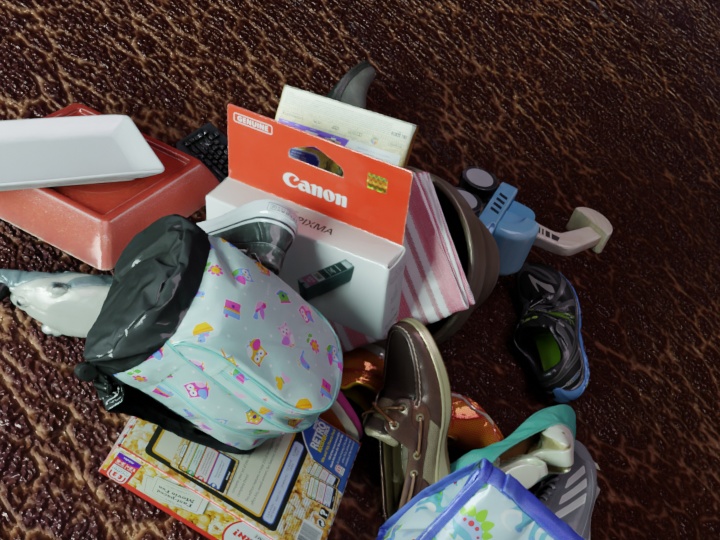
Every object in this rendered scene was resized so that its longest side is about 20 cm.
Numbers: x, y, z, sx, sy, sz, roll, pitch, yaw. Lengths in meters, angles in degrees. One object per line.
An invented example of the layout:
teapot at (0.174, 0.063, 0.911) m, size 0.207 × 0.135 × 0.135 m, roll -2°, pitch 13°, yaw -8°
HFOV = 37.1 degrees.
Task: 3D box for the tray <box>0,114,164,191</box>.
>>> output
tray at (-0.291, -0.104, 0.986) m, size 0.200 × 0.022 × 0.107 m, roll -8°, pitch 40°, yaw -31°

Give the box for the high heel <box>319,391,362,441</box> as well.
high heel at (-0.062, 0.084, 1.062) m, size 0.200 × 0.067 × 0.096 m, roll 44°, pitch 34°, yaw 1°

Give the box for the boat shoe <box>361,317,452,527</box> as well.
boat shoe at (0.039, 0.147, 1.024) m, size 0.072 × 0.072 × 0.201 m, roll -7°, pitch 99°, yaw -33°

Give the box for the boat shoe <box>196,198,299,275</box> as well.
boat shoe at (-0.133, -0.004, 0.990) m, size 0.072 × 0.200 × 0.071 m, roll 31°, pitch 56°, yaw -23°

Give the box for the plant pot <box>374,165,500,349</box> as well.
plant pot at (0.068, -0.011, 1.185) m, size 0.200 × 0.200 × 0.173 m, roll 55°, pitch 24°, yaw 18°

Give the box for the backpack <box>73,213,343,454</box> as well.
backpack at (-0.113, 0.065, 0.888) m, size 0.200 × 0.126 × 0.167 m, roll 42°, pitch 45°, yaw -28°

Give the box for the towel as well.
towel at (0.000, 0.000, 1.074) m, size 0.147 × 0.200 × 0.030 m, roll 70°, pitch 17°, yaw 1°

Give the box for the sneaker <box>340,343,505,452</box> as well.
sneaker at (0.056, 0.151, 1.107) m, size 0.200 × 0.073 × 0.077 m, roll 27°, pitch 56°, yaw -7°

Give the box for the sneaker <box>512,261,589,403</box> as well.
sneaker at (0.227, 0.064, 1.312) m, size 0.083 × 0.071 × 0.200 m, roll 33°, pitch 37°, yaw -39°

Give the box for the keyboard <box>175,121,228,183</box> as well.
keyboard at (-0.109, -0.099, 1.237) m, size 0.200 × 0.021 × 0.127 m, roll 44°, pitch 38°, yaw 2°

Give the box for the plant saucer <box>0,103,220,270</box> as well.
plant saucer at (-0.263, -0.095, 1.036) m, size 0.200 × 0.037 × 0.200 m, roll 25°, pitch 35°, yaw 15°

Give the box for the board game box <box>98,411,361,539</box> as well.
board game box at (-0.109, 0.165, 0.955) m, size 0.200 × 0.046 × 0.152 m, roll 34°, pitch 38°, yaw -8°

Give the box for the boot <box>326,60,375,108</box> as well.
boot at (0.001, -0.177, 1.382) m, size 0.131 × 0.068 × 0.200 m, roll 40°, pitch 45°, yaw -8°

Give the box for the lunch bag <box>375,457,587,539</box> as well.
lunch bag at (0.112, 0.264, 0.920) m, size 0.170 × 0.200 × 0.128 m, roll 38°, pitch 37°, yaw -4°

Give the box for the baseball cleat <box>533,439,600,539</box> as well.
baseball cleat at (0.197, 0.245, 1.118) m, size 0.106 × 0.070 × 0.200 m, roll 28°, pitch 39°, yaw -17°

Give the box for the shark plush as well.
shark plush at (-0.268, 0.028, 0.974) m, size 0.199 × 0.091 × 0.083 m, roll 2°, pitch 28°, yaw -13°

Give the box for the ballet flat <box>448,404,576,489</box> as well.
ballet flat at (0.172, 0.193, 1.082) m, size 0.200 × 0.070 × 0.068 m, roll -19°, pitch 109°, yaw -38°

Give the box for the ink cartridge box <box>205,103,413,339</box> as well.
ink cartridge box at (-0.052, -0.044, 1.001) m, size 0.200 × 0.174 × 0.044 m, roll 22°, pitch 45°, yaw 19°

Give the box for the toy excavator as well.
toy excavator at (0.201, -0.046, 1.344) m, size 0.200 × 0.100 × 0.195 m, roll 29°, pitch 39°, yaw 9°

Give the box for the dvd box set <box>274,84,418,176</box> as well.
dvd box set at (-0.037, -0.075, 1.106) m, size 0.146 × 0.201 × 0.029 m, roll 18°, pitch 8°, yaw 10°
